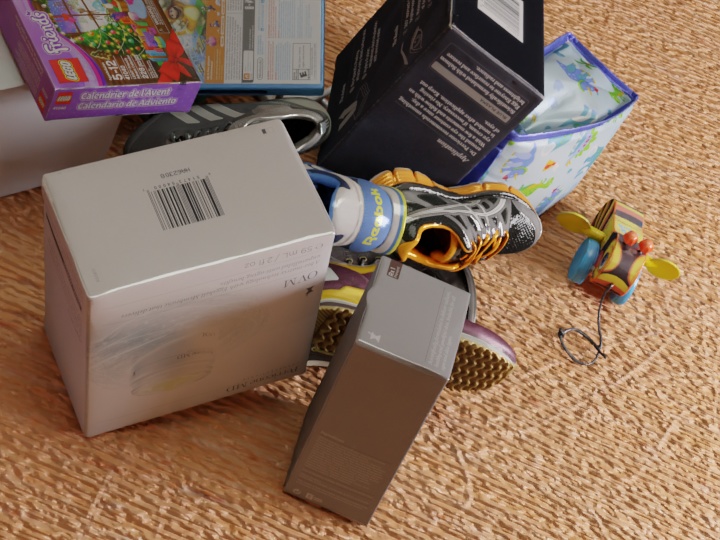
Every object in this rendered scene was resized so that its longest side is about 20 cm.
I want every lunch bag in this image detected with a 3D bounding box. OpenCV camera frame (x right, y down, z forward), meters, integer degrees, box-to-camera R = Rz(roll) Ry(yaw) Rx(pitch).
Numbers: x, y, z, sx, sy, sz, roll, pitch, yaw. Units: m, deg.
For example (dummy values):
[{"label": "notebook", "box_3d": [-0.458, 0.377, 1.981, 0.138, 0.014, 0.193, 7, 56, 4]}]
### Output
[{"label": "lunch bag", "box_3d": [0.154, -0.121, 1.638, 0.127, 0.171, 0.200, 42, 44, 10]}]

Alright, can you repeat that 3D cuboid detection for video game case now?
[{"label": "video game case", "box_3d": [-0.131, -0.229, 1.521, 0.197, 0.018, 0.145, 0, 70, -1]}]

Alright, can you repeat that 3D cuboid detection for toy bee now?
[{"label": "toy bee", "box_3d": [0.263, -0.010, 1.645, 0.129, 0.109, 0.202, 12, 46, -21]}]

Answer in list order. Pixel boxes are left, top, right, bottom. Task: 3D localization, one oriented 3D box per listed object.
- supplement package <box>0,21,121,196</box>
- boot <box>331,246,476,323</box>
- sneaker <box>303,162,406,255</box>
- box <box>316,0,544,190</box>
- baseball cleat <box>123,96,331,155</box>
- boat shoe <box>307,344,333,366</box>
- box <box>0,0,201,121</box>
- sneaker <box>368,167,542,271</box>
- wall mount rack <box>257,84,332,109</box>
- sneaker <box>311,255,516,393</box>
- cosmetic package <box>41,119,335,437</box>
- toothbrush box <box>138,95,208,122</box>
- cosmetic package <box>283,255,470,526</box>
[{"label": "supplement package", "box_3d": [-0.333, -0.186, 1.446, 0.190, 0.148, 0.201, -19, 61, -39]}, {"label": "boot", "box_3d": [0.000, 0.000, 1.529, 0.172, 0.070, 0.201, -7, 48, -29]}, {"label": "sneaker", "box_3d": [-0.052, -0.058, 1.430, 0.082, 0.199, 0.075, 5, 91, -44]}, {"label": "box", "box_3d": [0.068, -0.181, 1.538, 0.117, 0.200, 0.198, 34, 35, -19]}, {"label": "baseball cleat", "box_3d": [-0.127, -0.121, 1.486, 0.197, 0.071, 0.106, -13, 8, 7]}, {"label": "boat shoe", "box_3d": [-0.035, 0.049, 1.459, 0.199, 0.061, 0.072, 13, 45, -18]}, {"label": "box", "box_3d": [-0.234, -0.213, 1.389, 0.136, 0.039, 0.201, -8, 55, -35]}, {"label": "sneaker", "box_3d": [0.086, -0.033, 1.484, 0.198, 0.079, 0.078, 5, 46, -35]}, {"label": "wall mount rack", "box_3d": [-0.067, -0.234, 1.691, 0.200, 0.075, 0.173, 46, 45, 14]}, {"label": "sneaker", "box_3d": [0.045, 0.036, 1.420, 0.198, 0.075, 0.091, 19, 46, -18]}, {"label": "cosmetic package", "box_3d": [-0.141, 0.009, 1.308, 0.197, 0.201, 0.124, -15, 59, -20]}, {"label": "toothbrush box", "box_3d": [-0.166, -0.254, 1.585, 0.199, 0.085, 0.147, -39, 72, -12]}, {"label": "cosmetic package", "box_3d": [0.011, 0.099, 1.336, 0.089, 0.201, 0.107, 24, 44, -5]}]
